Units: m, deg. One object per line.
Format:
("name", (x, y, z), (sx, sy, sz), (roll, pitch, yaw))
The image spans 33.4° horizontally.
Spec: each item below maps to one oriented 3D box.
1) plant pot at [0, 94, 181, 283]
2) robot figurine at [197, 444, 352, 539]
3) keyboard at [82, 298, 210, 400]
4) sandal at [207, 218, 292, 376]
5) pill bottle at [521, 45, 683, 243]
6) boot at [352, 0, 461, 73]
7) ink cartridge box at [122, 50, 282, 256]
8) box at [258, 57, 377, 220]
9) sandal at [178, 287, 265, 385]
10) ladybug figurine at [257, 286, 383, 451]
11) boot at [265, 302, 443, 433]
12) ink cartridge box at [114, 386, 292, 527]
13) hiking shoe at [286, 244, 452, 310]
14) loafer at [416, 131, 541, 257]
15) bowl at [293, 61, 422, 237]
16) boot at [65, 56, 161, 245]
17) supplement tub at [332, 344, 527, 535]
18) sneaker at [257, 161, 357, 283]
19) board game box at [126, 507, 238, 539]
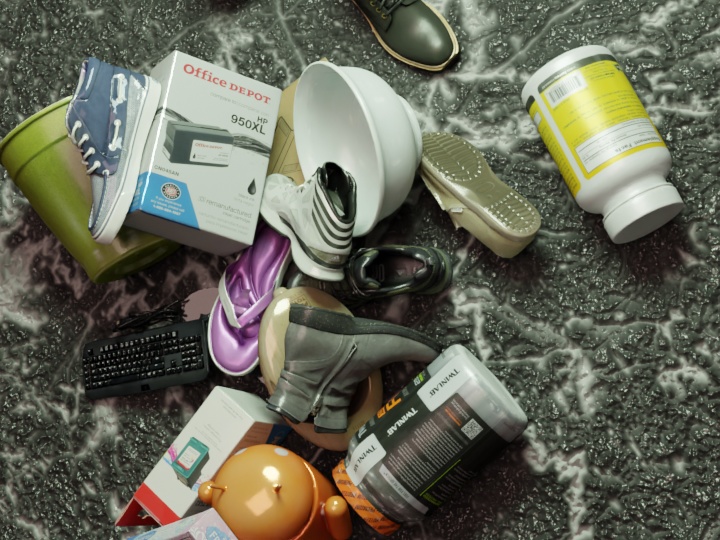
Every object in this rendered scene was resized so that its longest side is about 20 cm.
("plant pot", (-0.311, -0.095, 1.467), (0.200, 0.200, 0.193), (-29, 84, 11))
("robot figurine", (-0.088, 0.255, 1.302), (0.117, 0.200, 0.144), (-44, 62, -4))
("keyboard", (-0.272, 0.095, 1.463), (0.200, 0.040, 0.104), (-13, 74, 29))
("sandal", (-0.134, 0.023, 1.413), (0.082, 0.050, 0.203), (10, 74, 17))
("pill bottle", (0.267, -0.136, 1.309), (0.112, 0.112, 0.200), (-28, 72, 11))
("boot", (0.025, -0.322, 1.414), (0.200, 0.138, 0.077), (43, 94, 20))
("ink cartridge box", (-0.186, -0.135, 1.403), (0.084, 0.144, 0.200), (-18, 59, 58))
("box", (-0.075, -0.139, 1.473), (0.200, 0.021, 0.164), (-38, 71, 7))
("sandal", (-0.137, 0.082, 1.440), (0.200, 0.043, 0.076), (33, 91, 21))
("ladybug figurine", (-0.052, 0.110, 1.365), (0.136, 0.072, 0.200), (-26, 96, -28))
("boot", (-0.008, 0.116, 1.317), (0.070, 0.200, 0.132), (5, 83, 62))
("ink cartridge box", (-0.180, 0.235, 1.385), (0.067, 0.116, 0.200), (38, 93, 22))
("hiking shoe", (0.000, 0.000, 1.378), (0.200, 0.101, 0.076), (-11, 76, 17))
("loafer", (0.122, -0.084, 1.369), (0.076, 0.068, 0.200), (-19, 52, -29))
("bowl", (0.008, -0.146, 1.363), (0.090, 0.201, 0.201), (-17, 70, -25))
("boot", (-0.295, -0.135, 1.345), (0.073, 0.090, 0.200), (-8, 67, 61))
("supplement tub", (0.073, 0.187, 1.306), (0.200, 0.123, 0.123), (-43, 70, 6))
("sneaker", (-0.050, -0.084, 1.361), (0.201, 0.076, 0.115), (54, 129, 48))
("board game box", (-0.161, 0.362, 1.296), (0.199, 0.043, 0.200), (-30, 99, 47))
